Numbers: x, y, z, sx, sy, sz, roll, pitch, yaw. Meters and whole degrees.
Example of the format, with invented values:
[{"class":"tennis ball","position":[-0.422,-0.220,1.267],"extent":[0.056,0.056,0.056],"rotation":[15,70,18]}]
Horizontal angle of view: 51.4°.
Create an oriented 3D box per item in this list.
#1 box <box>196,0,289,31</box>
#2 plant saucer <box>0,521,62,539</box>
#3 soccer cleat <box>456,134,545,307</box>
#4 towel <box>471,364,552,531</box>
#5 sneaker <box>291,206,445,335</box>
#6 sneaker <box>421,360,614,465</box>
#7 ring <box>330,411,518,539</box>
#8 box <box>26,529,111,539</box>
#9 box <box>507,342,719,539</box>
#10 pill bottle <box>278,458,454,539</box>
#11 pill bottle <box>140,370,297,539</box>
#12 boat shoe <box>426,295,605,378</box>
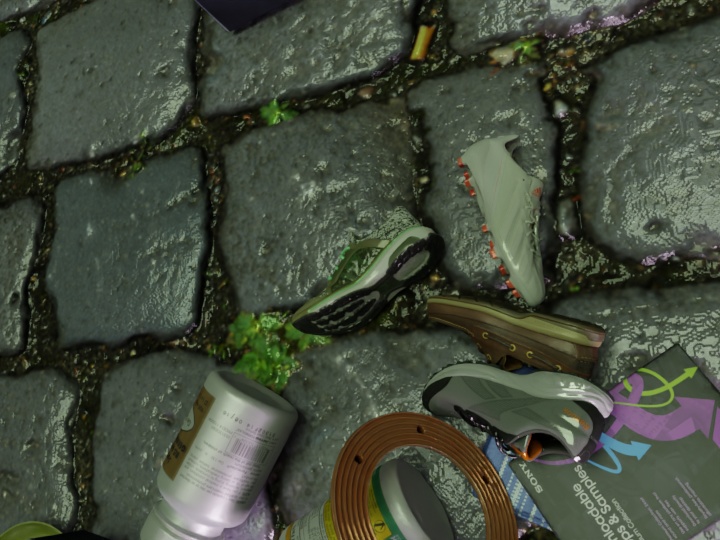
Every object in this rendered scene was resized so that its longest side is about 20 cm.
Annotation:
[{"class":"box","position":[-0.143,-0.473,1.020],"extent":[0.199,0.117,0.198],"rotation":[-19,69,18]},{"class":"plant saucer","position":[-0.418,0.426,0.960],"extent":[0.199,0.031,0.201],"rotation":[-6,74,23]},{"class":"soccer cleat","position":[0.166,-0.059,0.801],"extent":[0.077,0.069,0.201],"rotation":[-22,65,14]},{"class":"towel","position":[0.219,0.190,0.735],"extent":[0.199,0.024,0.146],"rotation":[18,82,27]},{"class":"sneaker","position":[0.000,0.000,0.868],"extent":[0.200,0.077,0.089],"rotation":[-35,51,7]},{"class":"sneaker","position":[0.136,0.137,0.715],"extent":[0.199,0.074,0.080],"rotation":[-2,55,44]},{"class":"ring","position":[0.060,0.225,0.689],"extent":[0.019,0.199,0.201],"rotation":[-49,56,44]},{"class":"box","position":[-0.290,0.421,0.835],"extent":[0.199,0.117,0.198],"rotation":[14,81,15]},{"class":"box","position":[0.256,0.183,0.689],"extent":[0.200,0.036,0.143],"rotation":[-39,63,9]},{"class":"pill bottle","position":[-0.014,0.289,0.762],"extent":[0.200,0.113,0.113],"rotation":[-35,64,12]},{"class":"pill bottle","position":[-0.164,0.225,0.849],"extent":[0.114,0.114,0.201],"rotation":[26,88,28]},{"class":"boat shoe","position":[0.146,0.068,0.762],"extent":[0.199,0.072,0.068],"rotation":[14,94,41]}]
